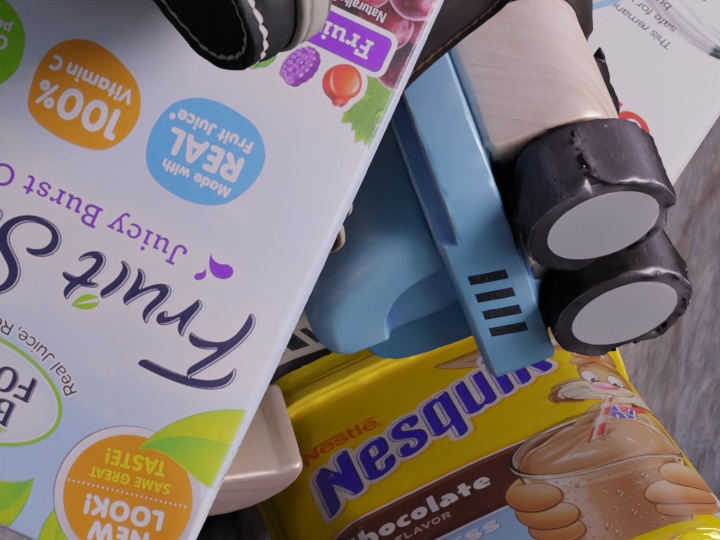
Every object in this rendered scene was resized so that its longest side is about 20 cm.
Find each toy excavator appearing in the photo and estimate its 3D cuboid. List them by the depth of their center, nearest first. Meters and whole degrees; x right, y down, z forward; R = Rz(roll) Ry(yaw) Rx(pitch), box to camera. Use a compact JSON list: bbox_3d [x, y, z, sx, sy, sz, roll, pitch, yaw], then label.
[{"bbox_3d":[0.000,0.000,0.888,0.195,0.200,0.100,66,6,-61],"label":"toy excavator"}]

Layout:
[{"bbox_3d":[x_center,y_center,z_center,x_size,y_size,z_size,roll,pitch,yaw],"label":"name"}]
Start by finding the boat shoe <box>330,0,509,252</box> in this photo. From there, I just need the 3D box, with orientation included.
[{"bbox_3d":[-0.030,-0.030,0.789,0.074,0.200,0.073,6,54,-57],"label":"boat shoe"}]

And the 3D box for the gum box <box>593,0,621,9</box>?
[{"bbox_3d":[0.033,-0.205,0.909,0.200,0.044,0.170,-106,180,-51],"label":"gum box"}]

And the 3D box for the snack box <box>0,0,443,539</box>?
[{"bbox_3d":[-0.072,-0.036,0.713,0.053,0.142,0.200,-91,-154,-84],"label":"snack box"}]

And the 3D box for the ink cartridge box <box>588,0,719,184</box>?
[{"bbox_3d":[0.078,-0.106,1.025,0.200,0.147,0.083,-51,177,-38],"label":"ink cartridge box"}]

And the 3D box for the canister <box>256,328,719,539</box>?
[{"bbox_3d":[0.049,0.093,0.956,0.148,0.200,0.087,-24,117,-4],"label":"canister"}]

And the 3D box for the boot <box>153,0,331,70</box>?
[{"bbox_3d":[-0.109,-0.098,0.603,0.154,0.073,0.204,-43,115,-24],"label":"boot"}]
